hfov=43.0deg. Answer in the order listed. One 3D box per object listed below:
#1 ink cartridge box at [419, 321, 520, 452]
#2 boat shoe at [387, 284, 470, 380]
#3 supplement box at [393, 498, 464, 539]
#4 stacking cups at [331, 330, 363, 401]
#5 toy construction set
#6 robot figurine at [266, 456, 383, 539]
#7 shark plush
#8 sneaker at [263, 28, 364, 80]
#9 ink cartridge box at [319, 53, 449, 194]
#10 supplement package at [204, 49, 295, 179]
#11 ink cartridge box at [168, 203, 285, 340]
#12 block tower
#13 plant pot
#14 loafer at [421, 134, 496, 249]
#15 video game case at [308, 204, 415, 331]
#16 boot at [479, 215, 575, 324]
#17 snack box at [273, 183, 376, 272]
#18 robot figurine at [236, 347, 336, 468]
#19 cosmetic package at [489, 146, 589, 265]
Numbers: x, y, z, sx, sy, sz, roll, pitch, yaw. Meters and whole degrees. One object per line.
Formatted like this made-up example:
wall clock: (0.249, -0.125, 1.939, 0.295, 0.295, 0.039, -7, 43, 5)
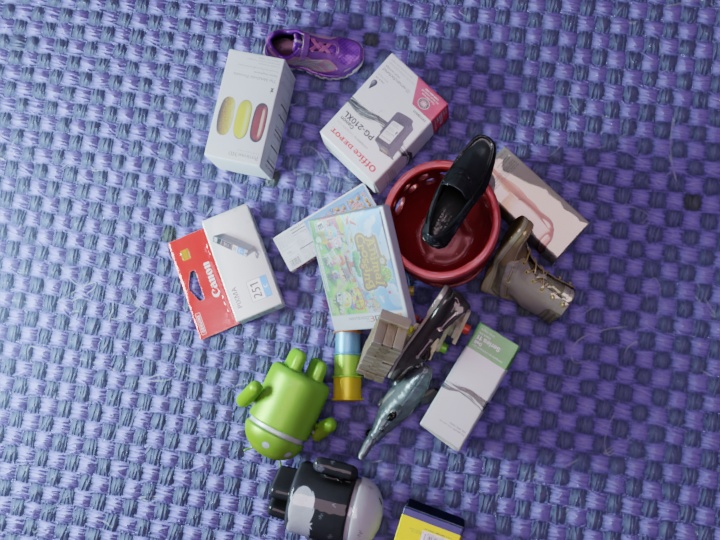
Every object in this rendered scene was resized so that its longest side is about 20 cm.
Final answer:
ink cartridge box: (0.186, 0.200, 1.561, 0.082, 0.147, 0.202, 31, 86, 10)
boat shoe: (0.113, 0.118, 1.537, 0.057, 0.067, 0.202, 34, 114, 6)
supplement box: (0.096, 0.507, 1.548, 0.108, 0.109, 0.203, 17, 84, 8)
stacking cups: (-0.024, 0.131, 1.637, 0.059, 0.061, 0.204, -2, 82, 6)
toy construction set: (0.100, 0.085, 1.620, 0.198, 0.092, 0.133, 25, 86, 20)
robot figurine: (-0.058, 0.401, 1.575, 0.197, 0.151, 0.127, 13, 68, 7)
shark plush: (0.052, 0.239, 1.598, 0.199, 0.083, 0.091, -40, 91, 2)
sneaker: (-0.092, -0.411, 1.704, 0.196, 0.089, 0.082, 7, 82, 6)
ink cartridge box: (0.044, -0.265, 1.670, 0.145, 0.084, 0.200, 43, 89, 10)
supplement package: (-0.201, -0.285, 1.688, 0.112, 0.110, 0.204, 11, 84, 8)
ink cartridge box: (-0.253, 0.003, 1.689, 0.174, 0.045, 0.203, -22, 80, 2)
block tower: (0.036, 0.131, 1.536, 0.053, 0.201, 0.059, 18, 64, -1)
plant pot: (0.142, -0.072, 1.583, 0.197, 0.183, 0.204, -1, 82, 6)
loafer: (0.160, -0.129, 1.463, 0.067, 0.070, 0.203, 28, 85, 11)
video game case: (0.000, 0.000, 1.543, 0.180, 0.022, 0.204, -7, 99, 44)
boot: (0.299, 0.003, 1.559, 0.153, 0.201, 0.072, 29, 55, 8)
snack box: (-0.060, -0.079, 1.687, 0.198, 0.024, 0.073, -31, 79, 2)
robot figurine: (-0.129, 0.241, 1.606, 0.174, 0.116, 0.202, 27, 85, -16)
cosmetic package: (0.298, -0.112, 1.612, 0.200, 0.103, 0.087, 44, 89, 12)
